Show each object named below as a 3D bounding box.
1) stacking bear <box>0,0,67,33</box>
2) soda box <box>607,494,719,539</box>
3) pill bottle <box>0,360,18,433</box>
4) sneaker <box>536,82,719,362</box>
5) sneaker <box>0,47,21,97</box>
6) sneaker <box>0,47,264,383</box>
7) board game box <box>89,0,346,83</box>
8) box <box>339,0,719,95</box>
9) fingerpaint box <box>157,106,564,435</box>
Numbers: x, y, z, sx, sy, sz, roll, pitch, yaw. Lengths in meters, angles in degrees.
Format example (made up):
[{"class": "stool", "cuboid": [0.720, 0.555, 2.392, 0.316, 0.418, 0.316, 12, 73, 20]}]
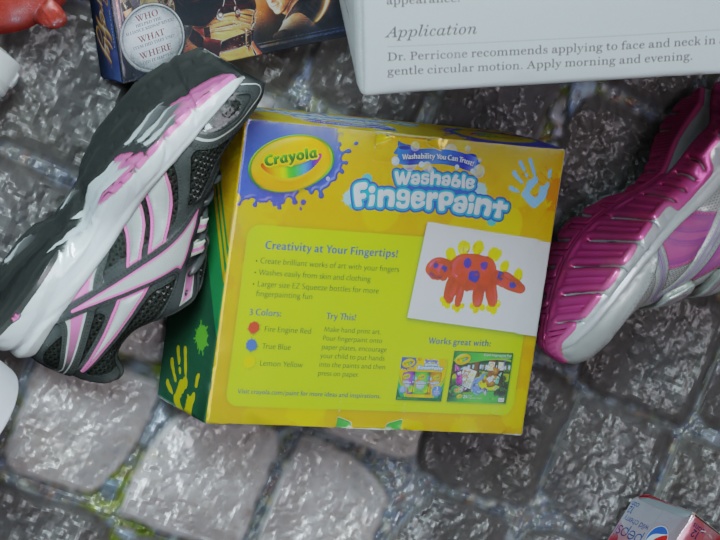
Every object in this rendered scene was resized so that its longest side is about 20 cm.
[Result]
[{"class": "stacking bear", "cuboid": [-0.207, -0.202, 1.270, 0.114, 0.121, 0.200, -48, 126, -20]}, {"class": "soda box", "cuboid": [0.234, 0.218, 1.604, 0.200, 0.063, 0.070, 37, 81, -27]}, {"class": "pill bottle", "cuboid": [-0.266, 0.021, 1.277, 0.200, 0.112, 0.112, 42, 80, -28]}, {"class": "sneaker", "cuboid": [0.184, -0.014, 1.514, 0.200, 0.081, 0.088, -46, 115, -12]}, {"class": "sneaker", "cuboid": [-0.263, -0.114, 1.275, 0.200, 0.074, 0.082, 30, 83, -28]}, {"class": "sneaker", "cuboid": [-0.110, -0.025, 1.356, 0.086, 0.080, 0.200, 32, 110, -27]}, {"class": "board game box", "cuboid": [-0.051, -0.186, 1.392, 0.200, 0.035, 0.136, -15, 106, -24]}, {"class": "box", "cuboid": [0.085, -0.190, 1.284, 0.199, 0.200, 0.131, -3, 121, -4]}, {"class": "fingerpaint box", "cuboid": [0.000, 0.000, 1.433, 0.200, 0.073, 0.167, 3, 99, -28]}]
